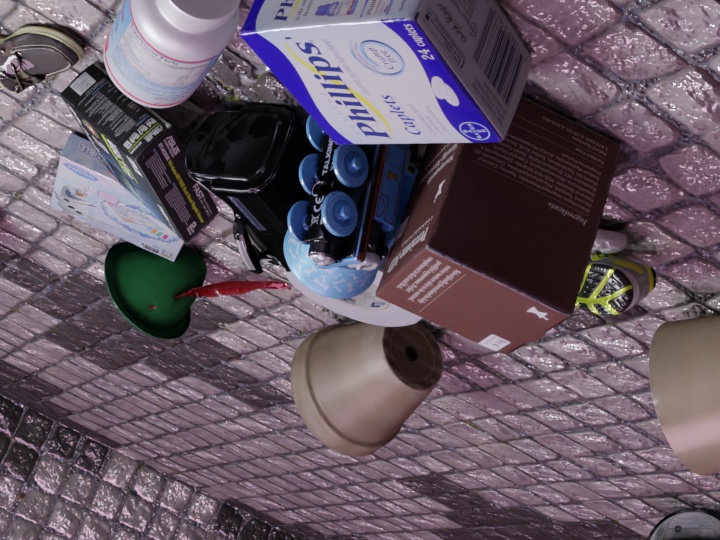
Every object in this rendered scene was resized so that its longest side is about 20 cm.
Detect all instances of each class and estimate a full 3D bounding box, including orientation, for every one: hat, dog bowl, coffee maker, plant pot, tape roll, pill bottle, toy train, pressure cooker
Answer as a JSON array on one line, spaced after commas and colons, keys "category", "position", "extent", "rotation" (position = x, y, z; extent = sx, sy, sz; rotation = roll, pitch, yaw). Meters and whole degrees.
[{"category": "hat", "position": [-0.249, -0.008, 1.983], "extent": [0.175, 0.167, 0.199], "rotation": [-32, 161, 27]}, {"category": "dog bowl", "position": [-0.001, -0.059, 1.489], "extent": [0.111, 0.200, 0.050], "rotation": [38, 147, 3]}, {"category": "coffee maker", "position": [-0.083, -0.100, 1.582], "extent": [0.190, 0.136, 0.200], "rotation": [-14, 147, 16]}, {"category": "plant pot", "position": [0.466, 0.126, 1.552], "extent": [0.199, 0.189, 0.187], "rotation": [-20, 137, 38]}, {"category": "tape roll", "position": [0.000, 0.000, 1.783], "extent": [0.198, 0.067, 0.201], "rotation": [18, 158, 8]}, {"category": "pill bottle", "position": [-0.183, -0.245, 1.331], "extent": [0.108, 0.110, 0.200], "rotation": [26, 156, -14]}, {"category": "plant pot", "position": [0.024, 0.153, 1.980], "extent": [0.199, 0.202, 0.173], "rotation": [32, 140, -25]}, {"category": "toy train", "position": [-0.004, -0.092, 1.413], "extent": [0.114, 0.202, 0.086], "rotation": [23, 158, -36]}, {"category": "pressure cooker", "position": [0.571, 0.501, 2.268], "extent": [0.179, 0.176, 0.200], "rotation": [46, 175, 39]}]

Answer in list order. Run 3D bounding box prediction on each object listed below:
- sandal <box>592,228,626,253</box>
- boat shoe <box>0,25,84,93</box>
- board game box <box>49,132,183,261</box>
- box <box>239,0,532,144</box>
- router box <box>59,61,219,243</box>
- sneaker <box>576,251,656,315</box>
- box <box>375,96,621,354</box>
[{"category": "sandal", "position": [0.201, -0.052, 1.522], "extent": [0.200, 0.050, 0.082], "rotation": [7, 172, -1]}, {"category": "boat shoe", "position": [-0.407, -0.240, 1.588], "extent": [0.199, 0.067, 0.072], "rotation": [3, 151, 37]}, {"category": "board game box", "position": [-0.327, -0.098, 1.870], "extent": [0.198, 0.044, 0.199], "rotation": [25, 159, -9]}, {"category": "box", "position": [0.025, -0.208, 1.241], "extent": [0.198, 0.106, 0.184], "rotation": [3, 151, 37]}, {"category": "router box", "position": [-0.263, -0.138, 1.623], "extent": [0.150, 0.062, 0.200], "rotation": [39, 166, 28]}, {"category": "sneaker", "position": [0.257, 0.011, 1.572], "extent": [0.076, 0.076, 0.199], "rotation": [-12, -160, -37]}, {"category": "box", "position": [0.139, -0.051, 1.372], "extent": [0.163, 0.202, 0.166], "rotation": [25, 157, -10]}]
